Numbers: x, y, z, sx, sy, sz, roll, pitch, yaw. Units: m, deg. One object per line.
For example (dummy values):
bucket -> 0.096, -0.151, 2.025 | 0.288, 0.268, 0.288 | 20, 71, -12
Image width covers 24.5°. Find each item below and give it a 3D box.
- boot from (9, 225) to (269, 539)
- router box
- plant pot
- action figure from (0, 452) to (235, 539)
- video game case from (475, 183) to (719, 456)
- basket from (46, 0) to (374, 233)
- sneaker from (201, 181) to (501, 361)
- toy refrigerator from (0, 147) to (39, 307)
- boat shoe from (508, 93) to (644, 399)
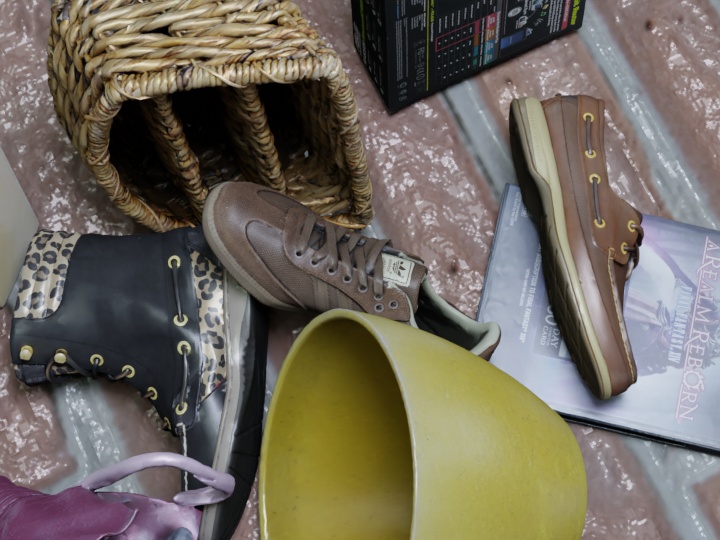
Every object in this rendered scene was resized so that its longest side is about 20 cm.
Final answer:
boot -> -0.136, 0.065, 1.014 | 0.149, 0.073, 0.202 | 3, 84, 8
router box -> 0.069, -0.198, 1.034 | 0.149, 0.200, 0.063 | -24, 68, -9
plant pot -> 0.044, 0.127, 0.948 | 0.141, 0.200, 0.202 | 5, 69, -27
action figure -> -0.194, 0.145, 0.946 | 0.199, 0.134, 0.150 | 14, 73, 40
video game case -> 0.174, 0.033, 1.054 | 0.198, 0.019, 0.144 | 12, 72, 5
basket -> -0.092, -0.084, 0.989 | 0.142, 0.200, 0.149 | -34, 67, -11
sneaker -> 0.000, 0.000, 0.990 | 0.199, 0.075, 0.071 | 35, 48, -25
toy refrigerator -> -0.254, -0.044, 0.982 | 0.075, 0.200, 0.071 | 19, 71, 5
boat shoe -> 0.144, -0.021, 1.025 | 0.067, 0.072, 0.202 | -11, 69, -2
